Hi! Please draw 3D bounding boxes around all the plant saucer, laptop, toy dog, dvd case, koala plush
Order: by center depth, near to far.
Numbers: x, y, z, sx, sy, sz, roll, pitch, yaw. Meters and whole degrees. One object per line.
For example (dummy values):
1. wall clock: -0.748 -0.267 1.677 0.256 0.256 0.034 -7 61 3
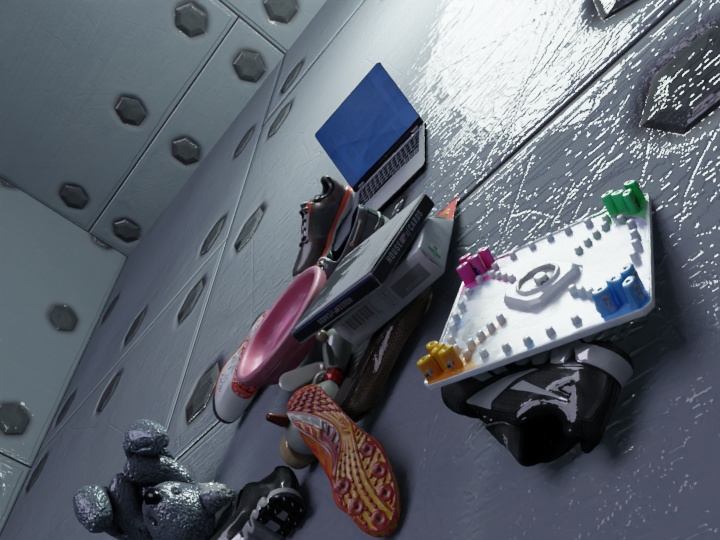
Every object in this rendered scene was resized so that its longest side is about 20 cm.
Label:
1. dvd case: 0.000 0.000 0.921 0.199 0.025 0.151 -36 15 50
2. toy dog: -0.068 0.154 0.958 0.132 0.095 0.202 -47 24 22
3. plant saucer: -0.105 0.089 1.094 0.201 0.050 0.201 -48 15 17
4. koala plush: -0.282 0.354 1.106 0.197 0.186 0.179 7 51 43
5. laptop: 0.009 -0.201 1.245 0.187 0.115 0.203 -42 26 33

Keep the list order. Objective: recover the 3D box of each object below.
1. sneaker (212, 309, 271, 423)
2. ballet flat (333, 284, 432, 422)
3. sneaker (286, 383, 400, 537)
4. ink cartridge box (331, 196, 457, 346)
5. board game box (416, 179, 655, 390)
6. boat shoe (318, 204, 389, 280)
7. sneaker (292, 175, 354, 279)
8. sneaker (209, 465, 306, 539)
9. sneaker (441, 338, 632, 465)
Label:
1. sneaker: -0.170 0.152 1.216 0.107 0.067 0.205 -16 43 61
2. ballet flat: 0.035 0.096 0.901 0.202 0.046 0.067 -58 11 -14
3. sneaker: -0.010 0.202 0.804 0.072 0.078 0.201 -35 44 -4
4. ink cartridge box: 0.049 -0.015 0.951 0.161 0.050 0.202 -43 15 30
5. board game box: 0.154 0.007 0.650 0.197 0.026 0.201 -26 18 31
6. boat shoe: -0.035 -0.016 1.160 0.201 0.061 0.073 -51 24 17
7. sneaker: -0.085 -0.078 1.323 0.077 0.081 0.204 -13 48 59
8. sneaker: -0.140 0.320 0.935 0.200 0.066 0.091 -47 21 16
9. sneaker: 0.128 0.114 0.619 0.198 0.066 0.092 -19 40 54
